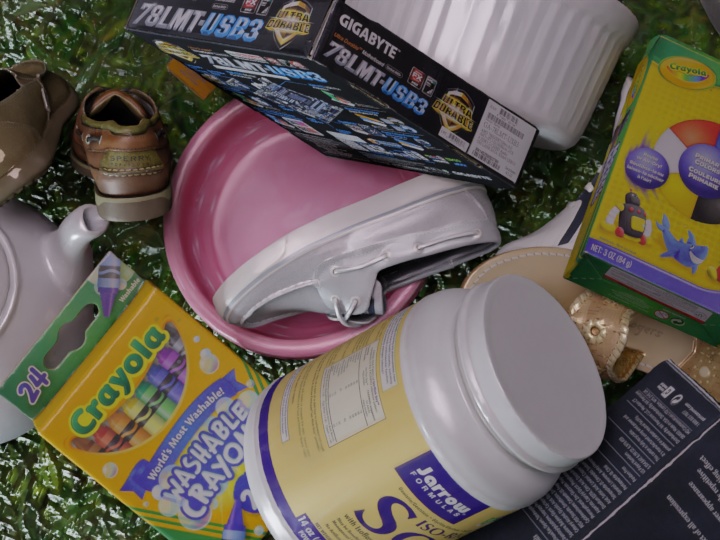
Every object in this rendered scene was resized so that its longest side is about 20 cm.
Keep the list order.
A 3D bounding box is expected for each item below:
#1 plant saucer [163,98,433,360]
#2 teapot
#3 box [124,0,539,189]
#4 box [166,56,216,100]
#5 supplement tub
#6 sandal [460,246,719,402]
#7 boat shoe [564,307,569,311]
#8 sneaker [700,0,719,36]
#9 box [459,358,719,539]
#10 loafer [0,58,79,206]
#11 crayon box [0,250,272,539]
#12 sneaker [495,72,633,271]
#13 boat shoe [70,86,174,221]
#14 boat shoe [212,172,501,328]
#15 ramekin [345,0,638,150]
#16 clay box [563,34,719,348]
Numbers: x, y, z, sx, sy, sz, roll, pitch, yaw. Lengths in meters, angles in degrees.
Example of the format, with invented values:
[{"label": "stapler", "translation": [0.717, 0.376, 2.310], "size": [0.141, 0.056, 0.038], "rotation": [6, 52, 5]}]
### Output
[{"label": "plant saucer", "translation": [-0.037, -0.034, 1.680], "size": [0.199, 0.051, 0.202], "rotation": [-3, 75, 11]}, {"label": "teapot", "translation": [-0.289, 0.025, 1.664], "size": [0.196, 0.146, 0.201], "rotation": [24, 78, 16]}, {"label": "box", "translation": [-0.019, -0.121, 1.530], "size": [0.199, 0.198, 0.050], "rotation": [13, 76, 49]}, {"label": "box", "translation": [-0.054, -0.217, 1.666], "size": [0.041, 0.119, 0.200], "rotation": [38, 107, -10]}, {"label": "supplement tub", "translation": [0.040, 0.099, 1.511], "size": [0.199, 0.145, 0.146], "rotation": [-29, 69, 32]}, {"label": "sandal", "translation": [0.171, 0.038, 1.548], "size": [0.210, 0.070, 0.078], "rotation": [17, 92, -13]}, {"label": "boat shoe", "translation": [0.088, 0.067, 1.625], "size": [0.198, 0.072, 0.072], "rotation": [-14, 90, 13]}, {"label": "sneaker", "translation": [0.320, -0.159, 1.626], "size": [0.099, 0.071, 0.200], "rotation": [-45, 77, -3]}, {"label": "box", "translation": [0.178, 0.186, 1.513], "size": [0.200, 0.107, 0.149], "rotation": [-41, 112, -1]}, {"label": "loafer", "translation": [-0.246, -0.112, 1.680], "size": [0.076, 0.200, 0.068], "rotation": [-33, 111, 7]}, {"label": "crayon box", "translation": [-0.130, 0.099, 1.617], "size": [0.200, 0.052, 0.126], "rotation": [40, 87, -12]}, {"label": "sneaker", "translation": [0.174, -0.065, 1.627], "size": [0.198, 0.080, 0.131], "rotation": [-18, 71, 7]}, {"label": "boat shoe", "translation": [-0.162, -0.095, 1.655], "size": [0.071, 0.200, 0.069], "rotation": [-8, 110, -13]}, {"label": "boat shoe", "translation": [0.000, 0.000, 1.607], "size": [0.199, 0.072, 0.069], "rotation": [-23, 71, -4]}, {"label": "ramekin", "translation": [0.079, -0.156, 1.612], "size": [0.199, 0.200, 0.098], "rotation": [20, 87, 16]}, {"label": "clay box", "translation": [0.217, -0.063, 1.551], "size": [0.114, 0.048, 0.201], "rotation": [24, 64, -4]}]
